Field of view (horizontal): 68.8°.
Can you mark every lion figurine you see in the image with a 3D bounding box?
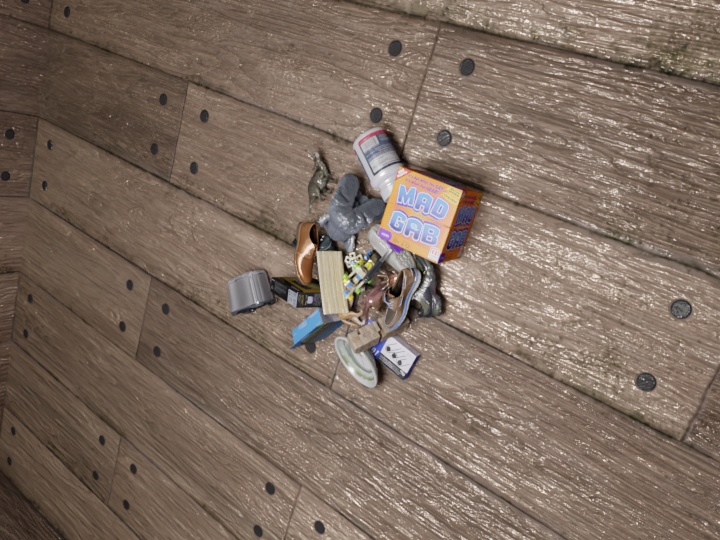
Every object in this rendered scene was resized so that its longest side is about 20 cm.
[{"bbox_3d":[-0.045,0.098,1.719,0.119,0.072,0.206,-1,79,12],"label":"lion figurine"}]

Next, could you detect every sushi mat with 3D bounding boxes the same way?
[{"bbox_3d":[-0.088,0.036,1.667,0.012,0.093,0.206,-22,73,59],"label":"sushi mat"}]

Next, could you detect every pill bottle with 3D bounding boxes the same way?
[{"bbox_3d":[0.068,-0.318,1.598,0.118,0.119,0.204,-31,80,28],"label":"pill bottle"}]

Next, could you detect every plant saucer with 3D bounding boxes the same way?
[{"bbox_3d":[-0.003,0.286,1.708,0.199,0.050,0.203,39,149,28],"label":"plant saucer"}]

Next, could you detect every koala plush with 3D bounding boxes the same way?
[{"bbox_3d":[-0.051,-0.160,1.667,0.176,0.185,0.200,40,143,-3],"label":"koala plush"}]

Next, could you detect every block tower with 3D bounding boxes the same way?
[{"bbox_3d":[0.054,0.188,1.624,0.059,0.196,0.055,58,157,25],"label":"block tower"}]

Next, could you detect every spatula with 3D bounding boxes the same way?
[{"bbox_3d":[0.070,-0.037,1.582,0.056,0.021,0.201,39,72,2],"label":"spatula"}]

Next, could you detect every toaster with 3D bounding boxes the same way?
[{"bbox_3d":[-0.399,0.080,1.915,0.196,0.113,0.133,-20,83,32],"label":"toaster"}]

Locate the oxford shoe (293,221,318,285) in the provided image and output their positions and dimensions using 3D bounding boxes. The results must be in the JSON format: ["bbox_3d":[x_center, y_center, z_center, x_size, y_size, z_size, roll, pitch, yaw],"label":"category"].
[{"bbox_3d":[-0.167,-0.055,1.676,0.070,0.070,0.207,-1,89,37],"label":"oxford shoe"}]

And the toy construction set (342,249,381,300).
[{"bbox_3d":[0.000,0.000,1.648,0.091,0.201,0.131,37,112,-16],"label":"toy construction set"}]

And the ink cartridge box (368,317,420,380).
[{"bbox_3d":[0.089,0.249,1.685,0.198,0.044,0.096,36,110,23],"label":"ink cartridge box"}]

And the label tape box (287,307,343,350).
[{"bbox_3d":[-0.149,0.182,1.727,0.144,0.198,0.064,-40,73,26],"label":"label tape box"}]

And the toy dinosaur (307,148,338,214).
[{"bbox_3d":[-0.138,-0.290,1.760,0.101,0.076,0.205,31,115,36],"label":"toy dinosaur"}]

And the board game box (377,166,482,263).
[{"bbox_3d":[0.199,-0.159,1.490,0.197,0.198,0.205,25,107,24],"label":"board game box"}]

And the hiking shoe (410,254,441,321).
[{"bbox_3d":[0.180,0.047,1.578,0.098,0.076,0.206,-14,88,0],"label":"hiking shoe"}]

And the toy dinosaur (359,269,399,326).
[{"bbox_3d":[0.056,0.071,1.614,0.085,0.136,0.201,38,80,8],"label":"toy dinosaur"}]

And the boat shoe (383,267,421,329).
[{"bbox_3d":[0.106,0.080,1.561,0.072,0.071,0.205,42,114,53],"label":"boat shoe"}]

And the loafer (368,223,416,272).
[{"bbox_3d":[0.098,-0.056,1.644,0.201,0.069,0.070,51,150,10],"label":"loafer"}]

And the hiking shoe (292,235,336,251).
[{"bbox_3d":[-0.158,-0.073,1.779,0.197,0.087,0.075,16,60,47],"label":"hiking shoe"}]

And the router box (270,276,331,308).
[{"bbox_3d":[-0.186,0.069,1.723,0.198,0.154,0.054,22,107,53],"label":"router box"}]
